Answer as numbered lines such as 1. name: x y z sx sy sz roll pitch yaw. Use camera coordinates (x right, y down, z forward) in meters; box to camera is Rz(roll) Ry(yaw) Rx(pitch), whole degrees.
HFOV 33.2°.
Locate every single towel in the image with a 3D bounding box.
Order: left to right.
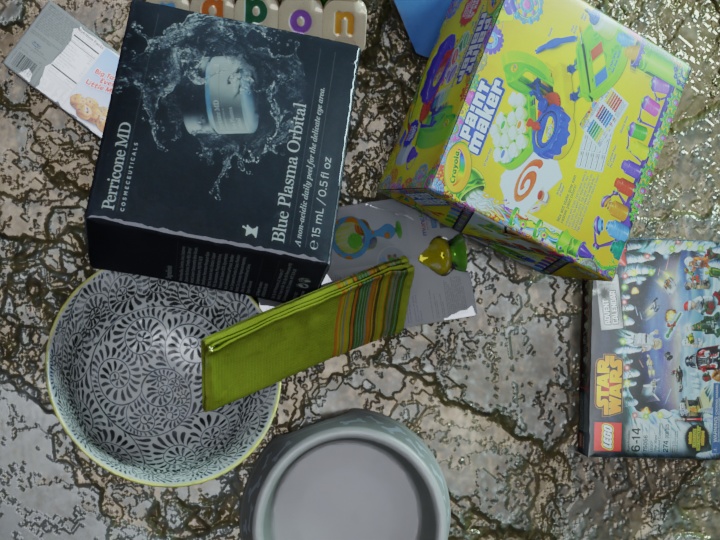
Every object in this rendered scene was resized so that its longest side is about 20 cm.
1. towel: -0.042 0.055 1.006 0.198 0.087 0.018 -22 48 -26

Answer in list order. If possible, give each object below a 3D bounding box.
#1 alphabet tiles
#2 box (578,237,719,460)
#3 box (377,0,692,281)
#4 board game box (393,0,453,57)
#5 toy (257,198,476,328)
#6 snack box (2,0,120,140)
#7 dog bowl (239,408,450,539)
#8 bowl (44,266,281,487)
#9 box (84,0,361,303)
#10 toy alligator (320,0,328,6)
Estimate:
1. alphabet tiles: -0.091 -0.243 1.065 0.196 0.015 0.199 3 117 1
2. box: 0.274 0.072 1.123 0.134 0.040 0.204 1 89 -4
3. box: 0.150 -0.123 1.049 0.191 0.122 0.203 25 84 -20
4. board game box: 0.090 -0.290 1.086 0.157 0.039 0.201 -30 128 -1
5. toy: 0.000 0.000 1.097 0.196 0.047 0.117 -9 86 -10
6. snack box: -0.220 -0.152 1.090 0.199 0.024 0.072 38 85 -3
7. dog bowl: -0.011 0.227 1.085 0.196 0.059 0.204 0 88 -5
8. bowl: -0.174 0.097 1.041 0.197 0.094 0.204 8 65 -16
9. box: -0.113 -0.095 1.009 0.196 0.118 0.200 10 70 -6
10. toy alligator: 0.016 -0.307 1.076 0.059 0.054 0.201 26 106 -37
